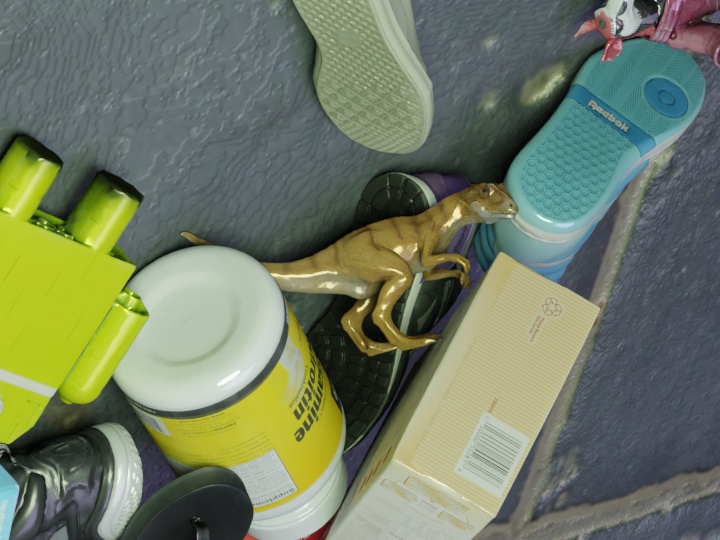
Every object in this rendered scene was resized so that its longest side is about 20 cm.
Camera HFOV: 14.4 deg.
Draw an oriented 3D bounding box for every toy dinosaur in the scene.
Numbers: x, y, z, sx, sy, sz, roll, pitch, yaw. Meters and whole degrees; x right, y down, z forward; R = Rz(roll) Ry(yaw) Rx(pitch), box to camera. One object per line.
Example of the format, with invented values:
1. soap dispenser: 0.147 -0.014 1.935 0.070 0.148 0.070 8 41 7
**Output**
1. toy dinosaur: 0.000 0.000 1.721 0.199 0.060 0.107 -16 93 -6

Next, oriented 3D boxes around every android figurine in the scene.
1. android figurine: -0.205 0.025 1.578 0.182 0.041 0.200 26 102 -44

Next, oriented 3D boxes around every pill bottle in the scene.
1. pill bottle: -0.073 0.082 1.717 0.112 0.112 0.200 -40 144 -10

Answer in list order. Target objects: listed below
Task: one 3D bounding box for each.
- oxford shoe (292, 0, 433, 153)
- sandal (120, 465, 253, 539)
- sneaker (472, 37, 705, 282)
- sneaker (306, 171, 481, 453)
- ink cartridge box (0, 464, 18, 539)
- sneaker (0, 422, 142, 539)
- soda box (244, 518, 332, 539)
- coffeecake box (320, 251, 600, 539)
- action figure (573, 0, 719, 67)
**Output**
1. oxford shoe: 0.005 -0.138 1.642 0.200 0.075 0.058 69 32 -52
2. sandal: -0.125 0.200 1.692 0.076 0.043 0.200 19 115 -44
3. sneaker: 0.139 -0.063 1.847 0.200 0.080 0.131 -41 169 -36
4. sneaker: 0.027 0.031 1.810 0.087 0.076 0.201 -6 127 -49
5. ink cartridge box: -0.272 0.125 1.219 0.199 0.128 0.126 -11 130 -41
6. sneaker: -0.212 0.171 1.697 0.113 0.076 0.200 3 128 -33
7. soda box: -0.096 0.201 1.837 0.200 0.070 0.063 -41 143 -11
8. coffeecake box: 0.056 0.101 1.743 0.154 0.073 0.200 -61 -178 -25
9. action figure: 0.218 -0.200 1.800 0.200 0.134 0.149 -31 -175 -2
